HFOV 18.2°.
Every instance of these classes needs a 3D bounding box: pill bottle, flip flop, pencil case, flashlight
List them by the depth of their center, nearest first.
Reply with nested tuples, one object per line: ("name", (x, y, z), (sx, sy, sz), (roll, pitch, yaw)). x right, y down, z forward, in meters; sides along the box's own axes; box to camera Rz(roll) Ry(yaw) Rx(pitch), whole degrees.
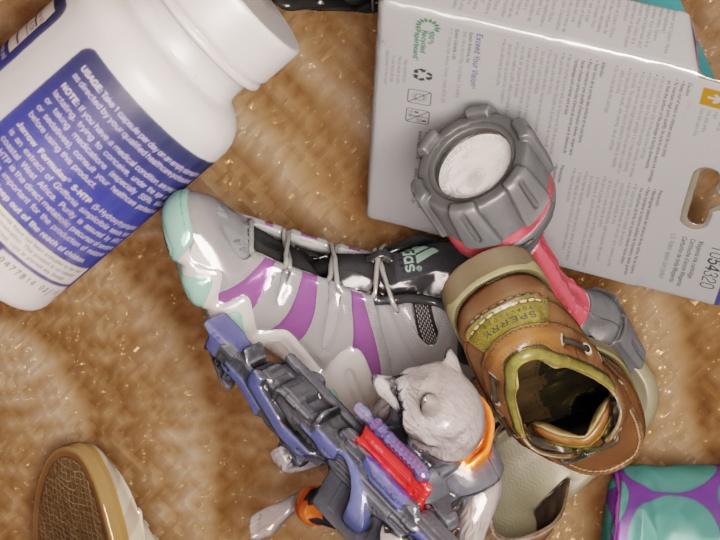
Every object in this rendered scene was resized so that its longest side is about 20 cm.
("flashlight", (0.093, -0.003, 1.146), (0.068, 0.068, 0.200), (-34, 138, 5))
("pill bottle", (-0.135, -0.084, 1.174), (0.200, 0.120, 0.120), (-39, 98, 11))
("pencil case", (0.231, 0.148, 1.225), (0.199, 0.093, 0.085), (0, 61, 4))
("flip flop", (0.086, 0.122, 1.240), (0.081, 0.058, 0.200), (44, 101, -7))

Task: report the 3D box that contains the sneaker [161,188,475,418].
("sneaker", (0.000, 0.000, 1.182), (0.140, 0.078, 0.200), (-32, 126, 19))

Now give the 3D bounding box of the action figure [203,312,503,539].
("action figure", (0.006, 0.095, 1.150), (0.200, 0.104, 0.194), (50, 145, 14))

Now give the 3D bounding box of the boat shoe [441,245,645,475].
("boat shoe", (0.098, 0.067, 1.128), (0.072, 0.068, 0.200), (-33, 142, 10))

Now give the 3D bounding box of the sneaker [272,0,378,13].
("sneaker", (0.035, -0.162, 1.120), (0.200, 0.091, 0.076), (-13, 104, 42))

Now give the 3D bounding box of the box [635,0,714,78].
("box", (0.105, -0.162, 1.162), (0.082, 0.049, 0.200), (-17, 104, 43))

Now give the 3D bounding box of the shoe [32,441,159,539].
("shoe", (-0.138, 0.191, 1.276), (0.070, 0.053, 0.201), (-4, 100, 37))

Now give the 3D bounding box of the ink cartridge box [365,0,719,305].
("ink cartridge box", (0.104, -0.068, 1.131), (0.199, 0.197, 0.043), (13, 60, 5))
